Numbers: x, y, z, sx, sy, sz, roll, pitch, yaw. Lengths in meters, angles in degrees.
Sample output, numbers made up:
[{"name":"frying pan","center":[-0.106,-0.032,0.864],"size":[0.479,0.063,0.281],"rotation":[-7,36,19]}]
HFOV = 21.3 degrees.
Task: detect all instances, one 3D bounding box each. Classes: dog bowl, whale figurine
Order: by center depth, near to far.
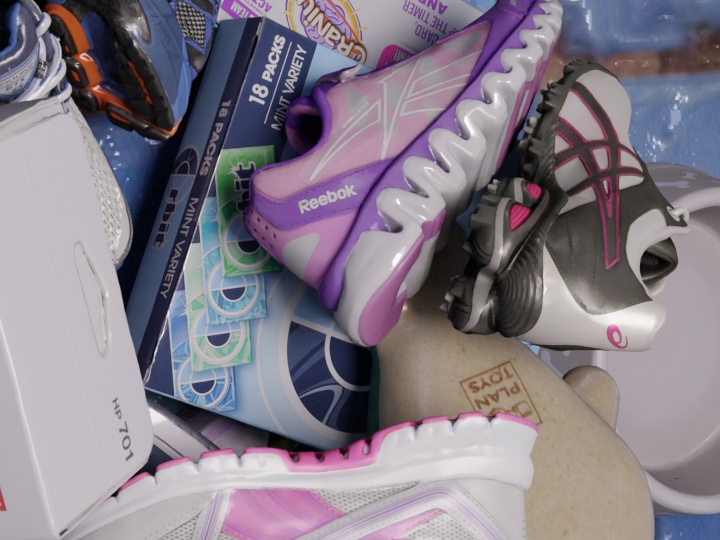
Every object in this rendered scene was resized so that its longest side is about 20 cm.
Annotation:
[{"name":"whale figurine","center":[0.043,0.081,0.855],"size":[0.159,0.104,0.201],"rotation":[-22,82,-29]},{"name":"dog bowl","center":[0.178,0.041,1.047],"size":[0.199,0.059,0.201],"rotation":[-3,95,-33]}]

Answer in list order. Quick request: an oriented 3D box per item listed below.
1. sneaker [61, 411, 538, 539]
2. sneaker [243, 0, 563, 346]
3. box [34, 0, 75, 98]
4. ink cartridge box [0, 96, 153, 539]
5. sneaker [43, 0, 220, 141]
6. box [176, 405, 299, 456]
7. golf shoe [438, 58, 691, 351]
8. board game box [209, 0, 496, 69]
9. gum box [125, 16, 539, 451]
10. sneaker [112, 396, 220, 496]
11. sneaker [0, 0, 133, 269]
[{"name":"sneaker","center":[-0.023,0.112,0.749],"size":[0.199,0.081,0.089],"rotation":[-10,81,3]},{"name":"sneaker","center":[0.018,-0.063,0.826],"size":[0.088,0.081,0.200],"rotation":[28,54,12]},{"name":"box","center":[-0.187,-0.119,0.802],"size":[0.161,0.049,0.200],"rotation":[45,70,-25]},{"name":"ink cartridge box","center":[-0.196,0.027,0.717],"size":[0.086,0.199,0.147],"rotation":[-39,119,-64]},{"name":"sneaker","center":[-0.100,-0.142,0.761],"size":[0.200,0.075,0.079],"rotation":[84,30,-56]},{"name":"box","center":[-0.009,0.034,0.935],"size":[0.200,0.041,0.039],"rotation":[-40,114,-25]},{"name":"golf shoe","center":[0.100,-0.023,0.834],"size":[0.200,0.088,0.077],"rotation":[-60,167,-54]},{"name":"board game box","center":[0.015,-0.163,0.933],"size":[0.153,0.040,0.201],"rotation":[37,75,-30]},{"name":"gum box","center":[0.000,0.000,0.888],"size":[0.199,0.044,0.171],"rotation":[22,83,-33]},{"name":"sneaker","center":[-0.103,0.149,0.842],"size":[0.146,0.077,0.203],"rotation":[-47,134,-19]},{"name":"sneaker","center":[-0.150,-0.071,0.751],"size":[0.077,0.085,0.200],"rotation":[-45,117,-21]}]
